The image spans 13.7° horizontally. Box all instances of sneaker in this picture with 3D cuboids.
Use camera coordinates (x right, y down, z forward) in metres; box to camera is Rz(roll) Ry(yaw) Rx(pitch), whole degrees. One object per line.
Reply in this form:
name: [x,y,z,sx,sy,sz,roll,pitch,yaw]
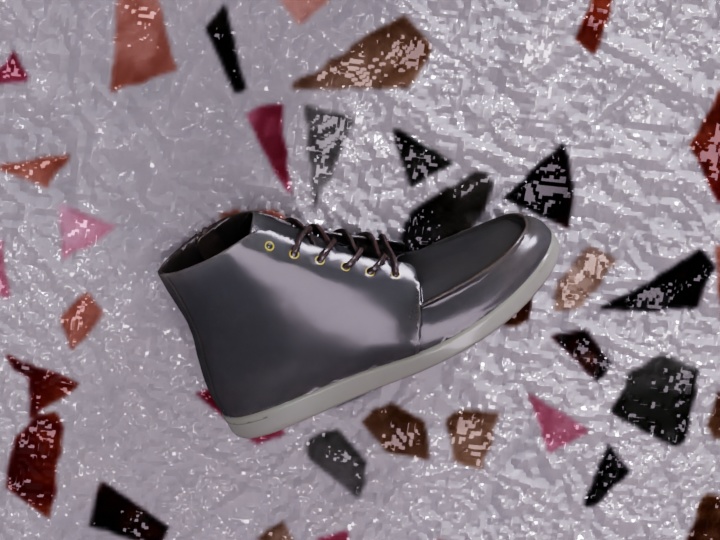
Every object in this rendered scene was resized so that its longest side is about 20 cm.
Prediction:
sneaker: [0.000,0.000,1.557,0.200,0.075,0.106,-27,110,-1]
